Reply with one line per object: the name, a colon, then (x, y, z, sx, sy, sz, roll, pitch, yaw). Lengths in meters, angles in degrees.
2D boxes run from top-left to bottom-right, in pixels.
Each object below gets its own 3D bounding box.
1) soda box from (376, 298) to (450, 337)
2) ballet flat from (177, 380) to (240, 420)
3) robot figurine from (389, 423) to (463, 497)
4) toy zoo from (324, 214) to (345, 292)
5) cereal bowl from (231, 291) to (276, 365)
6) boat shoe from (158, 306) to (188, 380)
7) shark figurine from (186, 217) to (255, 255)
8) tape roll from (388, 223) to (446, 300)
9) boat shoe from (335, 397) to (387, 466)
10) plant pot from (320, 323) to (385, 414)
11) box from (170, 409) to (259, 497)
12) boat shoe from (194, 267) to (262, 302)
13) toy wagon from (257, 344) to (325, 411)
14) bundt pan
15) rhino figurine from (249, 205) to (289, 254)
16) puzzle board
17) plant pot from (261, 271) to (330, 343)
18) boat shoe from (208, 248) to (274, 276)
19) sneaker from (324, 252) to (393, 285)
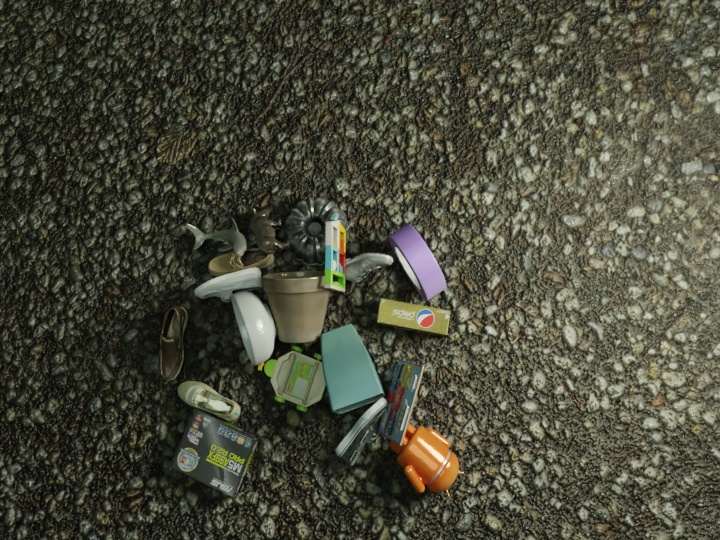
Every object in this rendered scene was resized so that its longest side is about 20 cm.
soda box: (0.145, 0.131, 1.538, 0.195, 0.064, 0.070, 10, 80, 7)
ballet flat: (-0.423, 0.356, 1.537, 0.195, 0.070, 0.071, 19, 81, 8)
robot figurine: (0.170, 0.488, 1.440, 0.199, 0.144, 0.118, 38, 100, 10)
toy zoo: (-0.066, -0.049, 1.493, 0.020, 0.131, 0.206, -1, 83, 14)
cereal bowl: (-0.281, 0.148, 1.508, 0.082, 0.200, 0.204, -19, 77, -19)
boat shoe: (-0.538, 0.202, 1.570, 0.073, 0.075, 0.208, 2, 79, 5)
shark figurine: (-0.390, -0.110, 1.610, 0.210, 0.128, 0.092, 14, 119, 29)
tape roll: (0.151, -0.022, 1.498, 0.065, 0.200, 0.203, -31, 78, -3)
boat shoe: (0.017, 0.430, 1.481, 0.071, 0.072, 0.202, 40, 100, 18)
plant pot: (-0.030, 0.259, 1.492, 0.138, 0.142, 0.204, -18, 72, 0)
box: (-0.394, 0.494, 1.518, 0.196, 0.044, 0.163, 22, 81, 8)
boat shoe: (-0.375, 0.053, 1.596, 0.195, 0.072, 0.070, -17, 78, -8)
toy wagon: (-0.188, 0.290, 1.544, 0.196, 0.040, 0.159, 19, 81, 10)
bundt pan: (-0.131, -0.120, 1.603, 0.196, 0.076, 0.208, -1, 79, 3)
rhino figurine: (-0.271, -0.122, 1.598, 0.085, 0.061, 0.202, -10, 50, -21)
puzzle board: (0.101, 0.340, 1.461, 0.017, 0.150, 0.205, 20, 81, -18)
plant pot: (-0.169, 0.098, 1.520, 0.194, 0.200, 0.179, -1, 96, 4)
boat shoe: (-0.349, -0.031, 1.607, 0.195, 0.065, 0.073, -13, 78, 1)
sneaker: (0.000, 0.000, 1.578, 0.195, 0.075, 0.084, -12, 84, 14)
